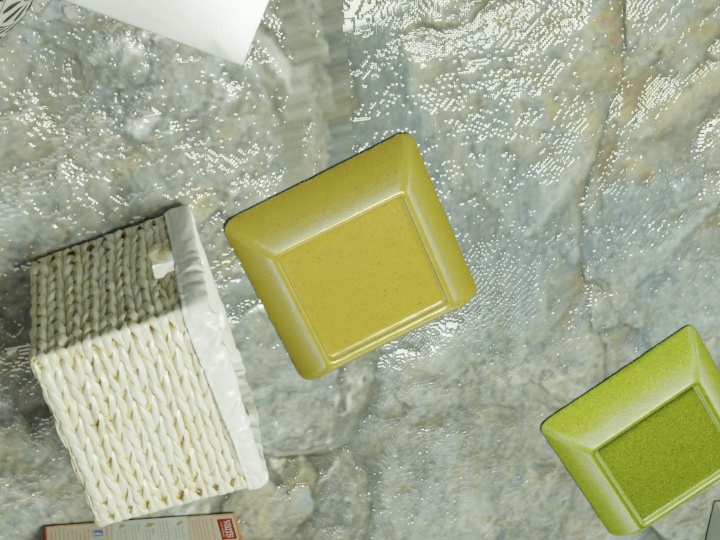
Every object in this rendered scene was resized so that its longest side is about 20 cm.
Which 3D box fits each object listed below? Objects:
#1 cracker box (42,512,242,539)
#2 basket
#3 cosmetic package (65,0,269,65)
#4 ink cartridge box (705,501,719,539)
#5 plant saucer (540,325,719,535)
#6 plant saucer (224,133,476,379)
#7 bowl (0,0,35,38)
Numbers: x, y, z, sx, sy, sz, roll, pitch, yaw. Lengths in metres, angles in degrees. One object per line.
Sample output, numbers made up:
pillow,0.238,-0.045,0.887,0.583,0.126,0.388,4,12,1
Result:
cracker box,-0.224,0.325,1.368,0.198,0.058,0.135,-2,117,-15
basket,-0.188,0.082,1.174,0.160,0.198,0.201,-16,120,-4
cosmetic package,-0.160,-0.274,1.083,0.199,0.052,0.151,18,113,-22
ink cartridge box,0.509,0.329,1.563,0.198,0.068,0.116,-2,117,-14
plant saucer,0.327,0.191,1.455,0.199,0.048,0.200,-34,120,4
plant saucer,0.000,0.000,1.269,0.199,0.049,0.201,-27,120,-2
bowl,-0.294,-0.249,1.008,0.094,0.200,0.202,-2,123,-52
